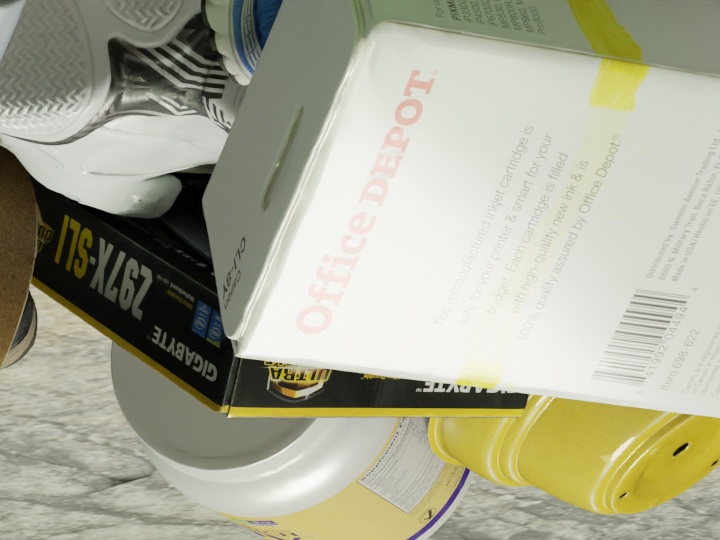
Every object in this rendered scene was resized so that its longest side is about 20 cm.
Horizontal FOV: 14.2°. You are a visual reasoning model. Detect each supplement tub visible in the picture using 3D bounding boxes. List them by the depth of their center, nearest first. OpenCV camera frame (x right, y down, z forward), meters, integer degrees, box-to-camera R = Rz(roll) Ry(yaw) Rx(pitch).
[{"bbox_3d":[-0.031,0.063,1.460,0.145,0.146,0.200,-8,161,18],"label":"supplement tub"}]

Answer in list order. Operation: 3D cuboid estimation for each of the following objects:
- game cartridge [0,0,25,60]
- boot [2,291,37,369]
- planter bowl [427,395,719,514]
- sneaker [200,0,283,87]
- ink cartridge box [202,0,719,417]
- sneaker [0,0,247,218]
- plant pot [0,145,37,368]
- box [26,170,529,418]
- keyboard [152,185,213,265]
[{"bbox_3d":[-0.218,-0.088,0.941,0.200,0.040,0.133,27,132,-3],"label":"game cartridge"},{"bbox_3d":[-0.253,0.014,1.395,0.200,0.073,0.151,-3,164,-10],"label":"boot"},{"bbox_3d":[0.138,0.062,1.425,0.200,0.083,0.200,-28,154,-15],"label":"planter bowl"},{"bbox_3d":[-0.013,-0.119,1.001,0.089,0.079,0.200,-3,162,9],"label":"sneaker"},{"bbox_3d":[0.063,-0.037,0.976,0.200,0.083,0.145,8,128,-21],"label":"ink cartridge box"},{"bbox_3d":[-0.062,-0.071,1.158,0.200,0.075,0.115,1,164,3],"label":"sneaker"},{"bbox_3d":[-0.267,-0.012,1.186,0.200,0.187,0.186,31,146,-35],"label":"plant pot"},{"bbox_3d":[-0.043,0.007,1.247,0.160,0.049,0.200,4,-163,-39],"label":"box"},{"bbox_3d":[0.000,0.000,1.178,0.127,0.021,0.200,6,-163,-29],"label":"keyboard"}]
